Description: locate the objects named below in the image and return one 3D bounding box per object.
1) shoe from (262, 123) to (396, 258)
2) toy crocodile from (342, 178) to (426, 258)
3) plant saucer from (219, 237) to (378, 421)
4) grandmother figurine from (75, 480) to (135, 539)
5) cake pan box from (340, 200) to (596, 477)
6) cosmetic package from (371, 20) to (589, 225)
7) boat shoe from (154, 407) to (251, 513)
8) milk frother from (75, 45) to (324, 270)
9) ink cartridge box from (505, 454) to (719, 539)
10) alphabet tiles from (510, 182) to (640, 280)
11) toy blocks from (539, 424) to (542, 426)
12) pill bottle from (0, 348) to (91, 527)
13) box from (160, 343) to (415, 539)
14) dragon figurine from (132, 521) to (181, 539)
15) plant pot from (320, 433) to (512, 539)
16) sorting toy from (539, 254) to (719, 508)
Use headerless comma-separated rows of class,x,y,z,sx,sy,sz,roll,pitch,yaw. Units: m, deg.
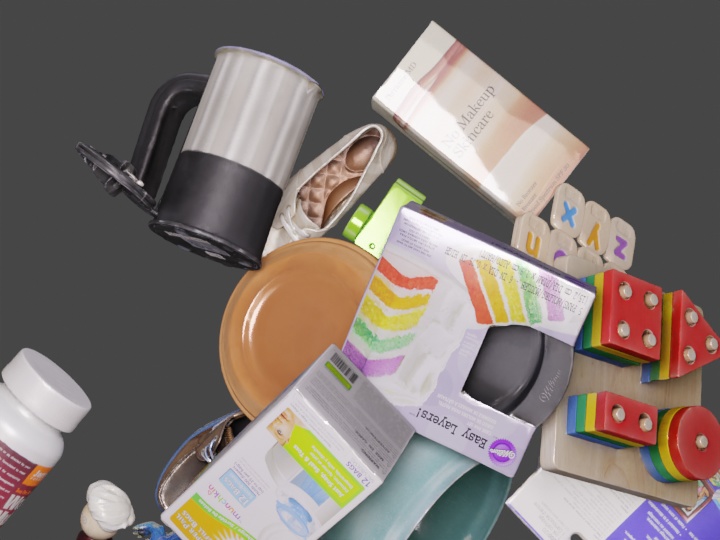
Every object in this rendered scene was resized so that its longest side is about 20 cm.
shoe,-0.044,-0.076,1.356,0.070,0.053,0.200,45,91,1
toy crocodile,0.000,0.000,1.357,0.067,0.062,0.201,29,86,1
plant saucer,-0.050,0.064,1.295,0.198,0.037,0.202,-5,75,19
grandmother figurine,-0.267,0.304,1.327,0.060,0.121,0.202,4,107,-41
cake pan box,0.093,0.063,1.201,0.198,0.052,0.186,26,102,8
cosmetic package,0.117,-0.142,1.336,0.199,0.087,0.104,38,91,1
boat shoe,-0.129,0.177,1.347,0.200,0.072,0.072,-42,89,1
milk frother,-0.153,-0.126,1.275,0.179,0.200,0.190,17,79,10
ink cartridge box,0.279,0.231,1.354,0.200,0.043,0.198,-44,89,-2
alphabet tiles,0.210,0.026,1.287,0.199,0.015,0.198,28,64,-35
toy blocks,0.143,0.079,1.321,0.136,0.100,0.202,-21,93,43
pill bottle,-0.365,0.182,1.333,0.109,0.110,0.200,42,91,1
box,-0.064,0.180,1.188,0.113,0.101,0.200,46,117,-1
dragon figurine,-0.156,0.273,1.291,0.199,0.059,0.100,-29,53,-3
plant pot,0.033,0.224,1.300,0.134,0.200,0.201,35,90,27
sorting toy,0.268,0.103,1.257,0.197,0.069,0.202,19,68,-34
